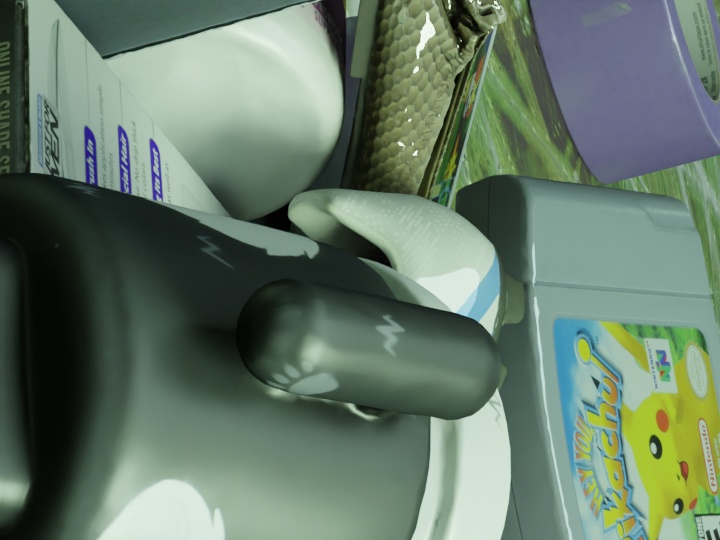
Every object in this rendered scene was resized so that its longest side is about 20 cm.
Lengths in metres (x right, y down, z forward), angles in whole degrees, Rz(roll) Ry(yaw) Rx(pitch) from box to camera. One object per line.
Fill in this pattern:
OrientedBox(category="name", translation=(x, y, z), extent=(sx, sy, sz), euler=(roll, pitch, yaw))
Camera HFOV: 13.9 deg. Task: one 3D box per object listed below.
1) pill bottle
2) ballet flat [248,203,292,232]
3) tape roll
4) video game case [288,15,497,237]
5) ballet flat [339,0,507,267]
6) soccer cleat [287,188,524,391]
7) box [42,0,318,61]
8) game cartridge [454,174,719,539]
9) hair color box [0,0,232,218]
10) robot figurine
OrientedBox(category="pill bottle", translation=(-0.060, -0.120, 1.008), extent=(0.112, 0.112, 0.200), euler=(59, 23, -46))
OrientedBox(category="ballet flat", translation=(-0.037, -0.044, 1.090), extent=(0.200, 0.073, 0.073), euler=(-19, 94, -78))
OrientedBox(category="tape roll", translation=(0.171, -0.161, 1.889), extent=(0.200, 0.085, 0.200), euler=(-14, 90, -75))
OrientedBox(category="video game case", translation=(0.000, 0.000, 1.102), extent=(0.182, 0.022, 0.200), euler=(-26, 131, -74))
OrientedBox(category="ballet flat", translation=(0.016, -0.022, 0.975), extent=(0.067, 0.046, 0.200), euler=(-72, 170, -62))
OrientedBox(category="soccer cleat", translation=(-0.011, 0.070, 0.905), extent=(0.086, 0.070, 0.200), euler=(23, 70, -34))
OrientedBox(category="box", translation=(-0.064, -0.179, 0.887), extent=(0.117, 0.196, 0.200), euler=(51, 29, -55))
OrientedBox(category="game cartridge", translation=(0.086, 0.067, 1.013), extent=(0.133, 0.040, 0.200), euler=(2, 75, -51))
OrientedBox(category="hair color box", translation=(-0.084, 0.010, 0.902), extent=(0.200, 0.065, 0.109), euler=(55, 27, -56))
OrientedBox(category="robot figurine", translation=(-0.053, 0.042, 0.755), extent=(0.200, 0.150, 0.125), euler=(14, 102, -40))
